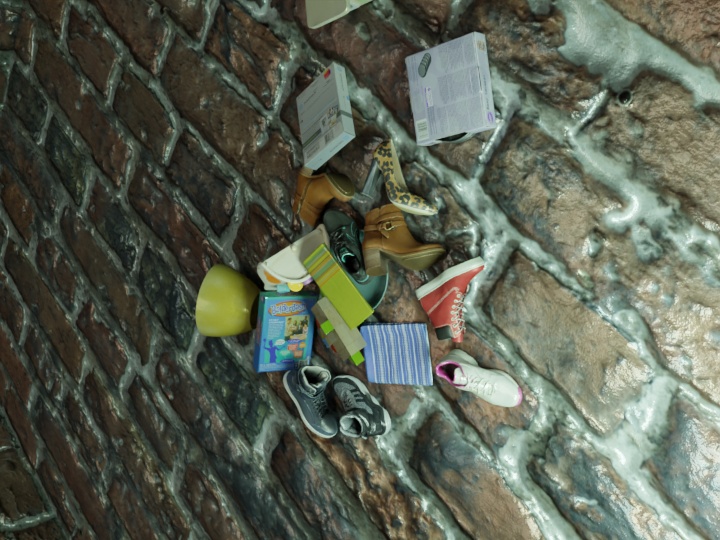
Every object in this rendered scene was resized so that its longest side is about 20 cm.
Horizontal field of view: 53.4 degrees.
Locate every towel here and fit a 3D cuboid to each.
[{"bbox_3d":[0.082,0.197,1.695,0.197,0.024,0.149,-5,93,42],"label":"towel"},{"bbox_3d":[-0.053,0.038,1.681,0.086,0.018,0.202,-38,87,34],"label":"towel"}]

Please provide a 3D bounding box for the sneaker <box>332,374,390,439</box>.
[{"bbox_3d":[-0.022,0.334,1.747,0.199,0.112,0.077,40,120,30],"label":"sneaker"}]

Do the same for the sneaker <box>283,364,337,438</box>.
[{"bbox_3d":[-0.104,0.328,1.805,0.204,0.077,0.146,53,143,-2],"label":"sneaker"}]

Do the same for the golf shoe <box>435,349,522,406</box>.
[{"bbox_3d":[0.244,0.237,1.511,0.197,0.090,0.077,24,110,36],"label":"golf shoe"}]

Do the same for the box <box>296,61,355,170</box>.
[{"bbox_3d":[-0.087,-0.369,1.715,0.155,0.041,0.205,-33,57,40],"label":"box"}]

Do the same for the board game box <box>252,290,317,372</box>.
[{"bbox_3d":[-0.194,0.156,1.851,0.045,0.148,0.206,32,117,57],"label":"board game box"}]

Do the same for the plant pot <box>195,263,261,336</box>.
[{"bbox_3d":[-0.345,0.096,1.976,0.138,0.200,0.206,12,106,14],"label":"plant pot"}]

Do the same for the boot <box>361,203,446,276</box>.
[{"bbox_3d":[0.095,-0.078,1.619,0.195,0.077,0.159,-13,60,22],"label":"boot"}]

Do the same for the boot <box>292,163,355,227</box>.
[{"bbox_3d":[-0.095,-0.176,1.771,0.200,0.072,0.158,46,123,42],"label":"boot"}]

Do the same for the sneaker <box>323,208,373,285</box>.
[{"bbox_3d":[-0.032,-0.063,1.668,0.075,0.079,0.203,-36,73,15],"label":"sneaker"}]

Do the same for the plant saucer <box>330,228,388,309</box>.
[{"bbox_3d":[0.000,0.000,1.732,0.196,0.035,0.206,7,101,40],"label":"plant saucer"}]

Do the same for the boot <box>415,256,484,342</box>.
[{"bbox_3d":[0.214,0.068,1.529,0.199,0.071,0.147,-39,70,47],"label":"boot"}]

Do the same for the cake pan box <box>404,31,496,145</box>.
[{"bbox_3d":[0.188,-0.372,1.501,0.181,0.052,0.206,-9,90,44],"label":"cake pan box"}]

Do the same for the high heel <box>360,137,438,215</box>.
[{"bbox_3d":[0.104,-0.211,1.601,0.196,0.071,0.146,21,89,24],"label":"high heel"}]

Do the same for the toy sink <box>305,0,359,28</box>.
[{"bbox_3d":[-0.047,-0.658,1.631,0.128,0.111,0.206,-8,86,42],"label":"toy sink"}]

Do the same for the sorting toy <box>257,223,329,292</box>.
[{"bbox_3d":[-0.168,-0.001,1.792,0.108,0.198,0.180,56,153,1],"label":"sorting toy"}]

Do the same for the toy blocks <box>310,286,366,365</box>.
[{"bbox_3d":[-0.061,0.145,1.760,0.202,0.099,0.137,57,157,5],"label":"toy blocks"}]
